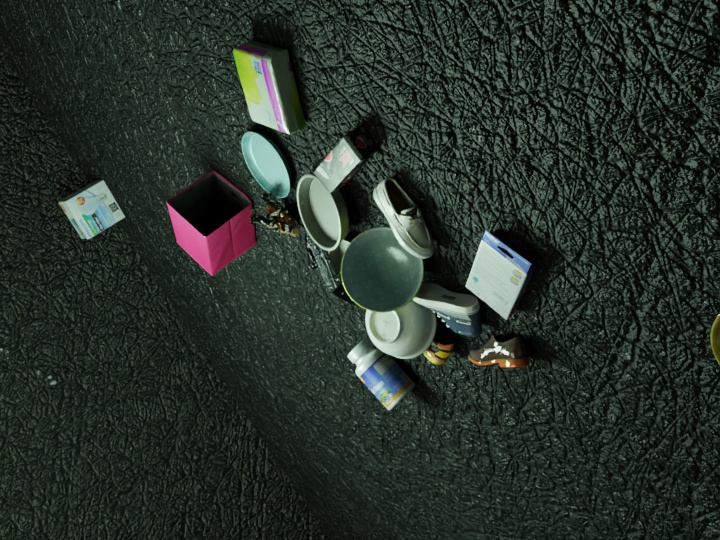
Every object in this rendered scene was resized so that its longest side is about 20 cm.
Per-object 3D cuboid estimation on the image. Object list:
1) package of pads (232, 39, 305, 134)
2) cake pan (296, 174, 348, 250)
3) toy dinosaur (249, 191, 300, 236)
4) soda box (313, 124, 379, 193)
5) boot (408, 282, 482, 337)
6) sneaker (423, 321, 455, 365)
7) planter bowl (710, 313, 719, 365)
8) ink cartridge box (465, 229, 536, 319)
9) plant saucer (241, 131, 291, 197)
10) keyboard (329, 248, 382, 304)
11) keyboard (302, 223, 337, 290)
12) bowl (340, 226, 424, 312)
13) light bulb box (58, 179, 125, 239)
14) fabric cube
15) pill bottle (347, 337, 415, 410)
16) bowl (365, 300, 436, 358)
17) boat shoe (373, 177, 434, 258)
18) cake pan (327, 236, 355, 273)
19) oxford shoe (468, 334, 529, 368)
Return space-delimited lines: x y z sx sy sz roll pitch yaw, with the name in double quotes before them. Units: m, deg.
"package of pads" -0.219 -0.436 1.697 0.154 0.068 0.202 27 142 38
"cake pan" -0.094 -0.152 1.813 0.200 0.036 0.202 37 139 41
"toy dinosaur" -0.242 -0.148 2.028 0.135 0.103 0.199 28 166 -33
"soda box" -0.036 -0.253 1.639 0.071 0.063 0.200 52 151 -1
"boot" 0.197 0.096 1.674 0.199 0.072 0.091 18 132 45
"sneaker" 0.161 0.143 1.807 0.200 0.070 0.090 45 132 18
"planter bowl" 0.627 0.105 1.034 0.200 0.083 0.202 37 148 28
"ink cartridge box" 0.290 0.004 1.469 0.119 0.042 0.201 40 152 22
"plant saucer" -0.253 -0.294 1.954 0.199 0.027 0.201 36 147 27
"keyboard" 0.000 0.000 1.814 0.103 0.040 0.200 30 125 -21
"keyboard" -0.126 -0.036 1.982 0.202 0.039 0.104 69 165 -4
"bowl" 0.061 0.004 1.702 0.200 0.200 0.108 44 -176 14
"light bulb box" -1.218 -0.276 3.231 0.124 0.199 0.200 6 128 54
"fabric cube" -0.466 -0.151 2.256 0.196 0.200 0.200 38 151 23
"pill bottle" 0.056 0.298 2.076 0.200 0.112 0.112 46 151 10
"bowl" 0.082 0.126 1.767 0.199 0.090 0.204 4 96 36
"boat shoe" 0.105 -0.119 1.581 0.201 0.070 0.070 58 155 4
"cake pan" -0.007 -0.007 1.901 0.200 0.037 0.202 36 148 27
"oxford shoe" 0.314 0.180 1.628 0.199 0.070 0.074 -10 87 62
